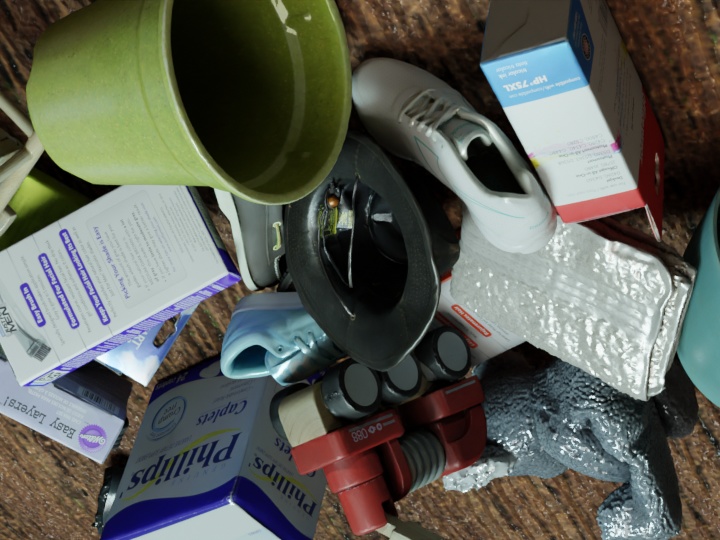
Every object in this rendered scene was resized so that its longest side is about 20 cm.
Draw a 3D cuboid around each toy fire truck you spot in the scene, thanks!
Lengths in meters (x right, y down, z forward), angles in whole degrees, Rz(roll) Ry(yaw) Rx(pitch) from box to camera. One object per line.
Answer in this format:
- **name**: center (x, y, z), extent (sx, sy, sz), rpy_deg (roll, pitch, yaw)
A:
- **toy fire truck**: center (0.048, 0.160, 1.236), extent (0.128, 0.175, 0.201), rpy_deg (-27, 82, 44)

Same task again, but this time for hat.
- **hat**: center (0.022, -0.021, 1.165), extent (0.080, 0.202, 0.201), rpy_deg (-10, 151, -33)

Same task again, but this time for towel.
- **towel**: center (0.156, 0.010, 1.164), extent (0.199, 0.034, 0.133), rpy_deg (27, 132, 26)

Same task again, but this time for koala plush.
- **koala plush**: center (0.171, 0.127, 1.329), extent (0.199, 0.178, 0.184), rpy_deg (-8, 131, 30)

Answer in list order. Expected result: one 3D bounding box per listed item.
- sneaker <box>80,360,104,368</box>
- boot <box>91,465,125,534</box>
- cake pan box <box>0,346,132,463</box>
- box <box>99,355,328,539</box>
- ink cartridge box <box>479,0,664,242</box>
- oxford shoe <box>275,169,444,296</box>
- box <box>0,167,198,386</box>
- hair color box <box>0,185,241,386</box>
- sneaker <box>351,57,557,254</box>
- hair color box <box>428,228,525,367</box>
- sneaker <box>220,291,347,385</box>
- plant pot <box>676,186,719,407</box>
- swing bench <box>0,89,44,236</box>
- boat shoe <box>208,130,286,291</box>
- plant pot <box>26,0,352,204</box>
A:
- **sneaker**: center (-0.287, 0.027, 1.403), extent (0.199, 0.076, 0.079), rpy_deg (25, 120, -29)
- **boot**: center (-0.196, 0.251, 1.624), extent (0.167, 0.077, 0.200), rpy_deg (18, 145, -11)
- **cake pan box**: center (-0.304, 0.100, 1.412), extent (0.199, 0.184, 0.053), rpy_deg (28, 94, -10)
- **box**: center (-0.127, 0.185, 1.439), extent (0.183, 0.201, 0.105), rpy_deg (-24, 126, 35)
- **ink cartridge box**: center (0.158, -0.119, 1.091), extent (0.067, 0.117, 0.200), rpy_deg (-12, 132, 25)
- **oxford shoe**: center (0.000, 0.000, 1.278), extent (0.200, 0.073, 0.085), rpy_deg (-34, 89, 43)
- **box**: center (-0.246, 0.003, 1.344), extent (0.199, 0.048, 0.122), rpy_deg (31, 100, -18)
- **hair color box**: center (-0.213, 0.004, 1.267), extent (0.199, 0.110, 0.065), rpy_deg (-27, 173, 2)
- **sneaker**: center (0.068, -0.100, 1.114), extent (0.200, 0.070, 0.080), rpy_deg (42, 171, 22)
- **hair color box**: center (0.108, 0.015, 1.295), extent (0.199, 0.062, 0.101), rpy_deg (-29, 123, 37)
- **sneaker**: center (-0.036, 0.062, 1.265), extent (0.199, 0.082, 0.074), rpy_deg (-11, 137, 40)
- **plant pot**: center (0.328, 0.026, 1.158), extent (0.199, 0.202, 0.161), rpy_deg (18, 149, -5)
- **swing bench**: center (-0.369, -0.099, 1.187), extent (0.199, 0.130, 0.200), rpy_deg (46, 148, 1)
- **boat shoe**: center (-0.079, -0.048, 1.263), extent (0.060, 0.072, 0.202), rpy_deg (-8, 148, 3)
- **plant pot**: center (-0.137, -0.138, 1.112), extent (0.183, 0.201, 0.201), rpy_deg (-7, 136, 37)
